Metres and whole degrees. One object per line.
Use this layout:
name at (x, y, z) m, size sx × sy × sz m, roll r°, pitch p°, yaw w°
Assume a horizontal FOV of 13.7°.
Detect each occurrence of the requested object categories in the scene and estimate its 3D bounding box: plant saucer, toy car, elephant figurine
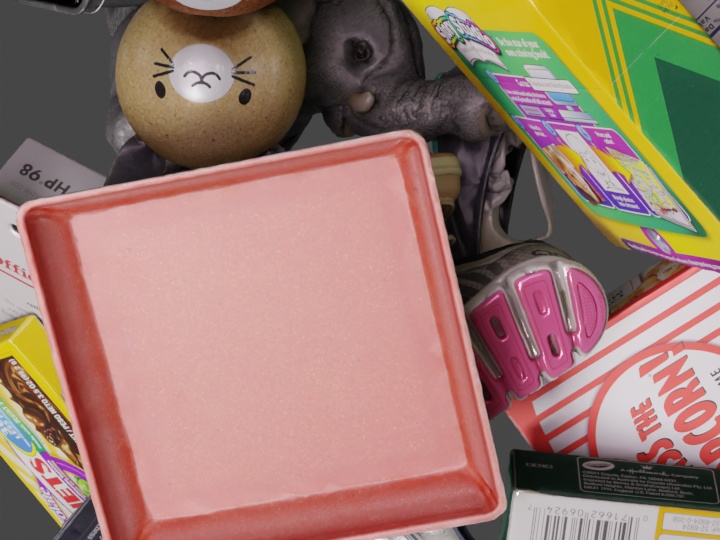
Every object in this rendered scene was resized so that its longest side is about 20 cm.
plant saucer at (-0.044, 0.038, 1.429) m, size 0.199 × 0.037 × 0.201 m, roll -10°, pitch 109°, yaw 10°
toy car at (-0.072, -0.103, 1.433) m, size 0.163 × 0.158 × 0.202 m, roll 5°, pitch 95°, yaw 2°
elephant figurine at (-0.028, -0.112, 1.550) m, size 0.199 × 0.142 × 0.155 m, roll -32°, pitch 106°, yaw 21°

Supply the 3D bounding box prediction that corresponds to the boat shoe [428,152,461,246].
boat shoe at (0.000, 0.000, 1.536) m, size 0.200 × 0.073 × 0.063 m, roll -46°, pitch 55°, yaw 56°

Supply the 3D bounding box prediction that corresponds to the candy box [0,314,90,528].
candy box at (-0.142, 0.112, 1.598) m, size 0.200 × 0.026 × 0.102 m, roll 52°, pitch 149°, yaw -15°

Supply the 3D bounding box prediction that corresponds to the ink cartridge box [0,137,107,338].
ink cartridge box at (-0.139, 0.011, 1.560) m, size 0.115 × 0.201 × 0.067 m, roll 27°, pitch 59°, yaw 19°

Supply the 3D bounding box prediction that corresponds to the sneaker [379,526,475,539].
sneaker at (0.015, 0.143, 1.594) m, size 0.199 × 0.078 × 0.087 m, roll 24°, pitch 94°, yaw 6°

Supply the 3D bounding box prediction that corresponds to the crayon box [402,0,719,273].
crayon box at (0.116, -0.083, 1.381) m, size 0.058 × 0.200 × 0.173 m, roll -43°, pitch 105°, yaw -8°

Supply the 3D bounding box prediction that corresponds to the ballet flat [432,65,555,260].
ballet flat at (0.067, -0.007, 1.558) m, size 0.073 × 0.073 × 0.202 m, roll 5°, pitch 95°, yaw 18°

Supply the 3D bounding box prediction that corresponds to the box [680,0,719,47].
box at (0.136, -0.164, 1.449) m, size 0.097 × 0.176 × 0.200 m, roll -44°, pitch 80°, yaw -6°

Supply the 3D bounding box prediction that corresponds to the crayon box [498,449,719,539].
crayon box at (0.126, 0.195, 1.515) m, size 0.125 × 0.052 × 0.201 m, roll 6°, pitch 112°, yaw -1°

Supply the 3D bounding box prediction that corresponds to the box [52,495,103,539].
box at (-0.087, 0.251, 1.565) m, size 0.199 × 0.118 × 0.197 m, roll 24°, pitch 137°, yaw 15°

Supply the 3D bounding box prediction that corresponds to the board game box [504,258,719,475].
board game box at (0.190, 0.061, 1.513) m, size 0.199 × 0.046 × 0.152 m, roll -34°, pitch 102°, yaw 19°

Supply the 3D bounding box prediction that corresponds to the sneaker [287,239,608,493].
sneaker at (0.034, 0.048, 1.493) m, size 0.199 × 0.088 × 0.074 m, roll -33°, pitch 105°, yaw 12°

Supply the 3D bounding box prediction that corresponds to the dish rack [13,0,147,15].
dish rack at (-0.144, -0.238, 1.572) m, size 0.153 × 0.054 × 0.202 m, roll 19°, pitch 104°, yaw 57°
